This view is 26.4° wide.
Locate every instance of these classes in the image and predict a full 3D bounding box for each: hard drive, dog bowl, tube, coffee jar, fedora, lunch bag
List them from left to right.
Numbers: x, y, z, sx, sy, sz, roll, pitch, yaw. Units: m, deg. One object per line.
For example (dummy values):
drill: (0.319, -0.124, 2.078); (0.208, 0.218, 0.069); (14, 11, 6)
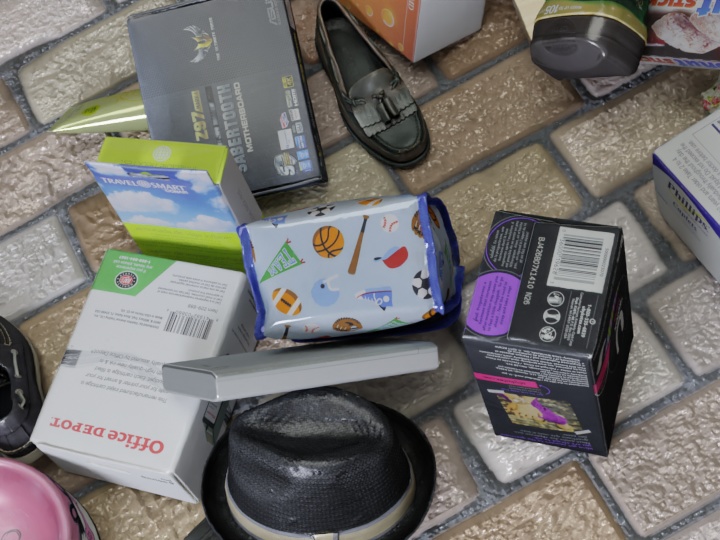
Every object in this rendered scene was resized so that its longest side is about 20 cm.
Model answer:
dog bowl: (-0.326, 0.249, 1.326); (0.200, 0.074, 0.200); (0, 55, 1)
tube: (-0.214, -0.165, 1.560); (0.200, 0.058, 0.052); (-6, 71, 11)
hard drive: (-0.052, 0.082, 1.302); (0.200, 0.132, 0.026); (-6, 92, -26)
fedora: (-0.038, 0.153, 1.271); (0.200, 0.092, 0.201); (-3, 47, 3)
lunch bag: (0.000, 0.000, 1.349); (0.170, 0.200, 0.124); (-7, 92, 8)
coffee jar: (0.225, -0.274, 1.420); (0.104, 0.085, 0.200); (2, 73, 46)

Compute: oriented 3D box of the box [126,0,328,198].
box: (-0.129, -0.166, 1.494); (0.157, 0.051, 0.200); (-12, 88, 7)

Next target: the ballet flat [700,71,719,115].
ballet flat: (0.385, -0.212, 1.438); (0.064, 0.076, 0.200); (23, 65, 40)

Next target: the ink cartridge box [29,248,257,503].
ink cartridge box: (-0.190, 0.094, 1.394); (0.146, 0.084, 0.200); (11, 65, 19)

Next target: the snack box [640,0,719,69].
snack box: (0.320, -0.218, 1.383); (0.200, 0.024, 0.072); (14, 81, 46)

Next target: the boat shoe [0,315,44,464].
boat shoe: (-0.340, 0.093, 1.430); (0.073, 0.063, 0.200); (-32, 47, -3)

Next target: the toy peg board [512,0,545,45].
toy peg board: (0.232, -0.327, 1.536); (0.200, 0.098, 0.199); (-20, 75, 2)

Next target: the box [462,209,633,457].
box: (0.160, 0.055, 1.267); (0.106, 0.200, 0.122); (9, 64, 17)

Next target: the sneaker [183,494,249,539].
sneaker: (-0.078, 0.232, 1.304); (0.104, 0.060, 0.200); (26, 60, 26)

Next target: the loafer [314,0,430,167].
loafer: (0.003, -0.187, 1.516); (0.072, 0.063, 0.200); (-28, 59, -4)

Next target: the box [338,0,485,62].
box: (0.028, -0.323, 1.536); (0.097, 0.124, 0.200); (-31, 57, -29)

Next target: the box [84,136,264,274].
box: (-0.161, -0.059, 1.404); (0.122, 0.200, 0.048); (5, 63, 15)

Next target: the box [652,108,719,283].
box: (0.388, -0.066, 1.335); (0.200, 0.105, 0.184); (-31, 59, -6)
